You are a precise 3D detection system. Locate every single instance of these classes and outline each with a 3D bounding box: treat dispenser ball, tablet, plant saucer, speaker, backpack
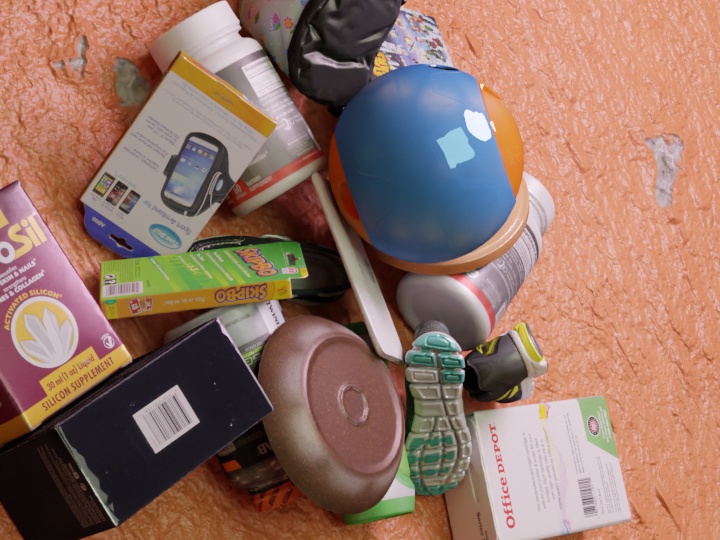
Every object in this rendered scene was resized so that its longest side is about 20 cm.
[{"bbox_3d":[0.066,-0.108,1.698,0.200,0.201,0.202,12,69,-32],"label":"treat dispenser ball"},{"bbox_3d":[0.000,0.000,1.731,0.130,0.014,0.201,35,34,-76],"label":"tablet"},{"bbox_3d":[-0.017,0.134,1.619,0.200,0.037,0.201,27,52,-41],"label":"plant saucer"},{"bbox_3d":[0.001,0.159,1.735,0.088,0.088,0.201,-4,77,-36],"label":"speaker"},{"bbox_3d":[-0.046,-0.279,1.779,0.126,0.200,0.167,23,106,-31],"label":"backpack"},{"bbox_3d":[0.085,-0.079,1.827,0.199,0.032,0.201,-2,48,3],"label":"plant saucer"}]

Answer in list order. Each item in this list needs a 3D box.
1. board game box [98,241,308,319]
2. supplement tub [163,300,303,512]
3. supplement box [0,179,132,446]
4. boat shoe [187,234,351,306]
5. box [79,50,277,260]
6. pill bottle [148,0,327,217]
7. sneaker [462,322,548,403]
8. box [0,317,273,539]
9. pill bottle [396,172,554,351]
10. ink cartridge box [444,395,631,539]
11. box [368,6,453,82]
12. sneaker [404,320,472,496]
[{"bbox_3d":[-0.152,0.008,1.620,0.199,0.096,0.030,-9,114,-4],"label":"board game box"},{"bbox_3d":[-0.102,0.128,1.650,0.122,0.122,0.201,-26,90,-38],"label":"supplement tub"},{"bbox_3d":[-0.326,0.041,1.533,0.131,0.103,0.201,-37,97,-36],"label":"supplement box"},{"bbox_3d":[-0.095,-0.005,1.737,0.199,0.060,0.076,2,74,-35],"label":"boat shoe"},{"bbox_3d":[-0.187,-0.102,1.656,0.119,0.042,0.200,35,100,-14],"label":"box"},{"bbox_3d":[-0.130,-0.168,1.731,0.114,0.114,0.201,-34,95,-37],"label":"pill bottle"},{"bbox_3d":[0.142,0.106,1.804,0.084,0.200,0.075,-22,75,-9],"label":"sneaker"},{"bbox_3d":[-0.214,0.152,1.526,0.200,0.182,0.104,-35,96,-37],"label":"box"},{"bbox_3d":[0.133,-0.016,1.866,0.116,0.116,0.200,46,54,-14],"label":"pill bottle"},{"bbox_3d":[0.189,0.225,1.847,0.199,0.084,0.146,-3,77,-36],"label":"ink cartridge box"},{"bbox_3d":[0.045,-0.225,1.866,0.136,0.040,0.201,12,42,-31],"label":"box"},{"bbox_3d":[0.080,0.143,1.777,0.077,0.091,0.201,2,114,-2],"label":"sneaker"}]
